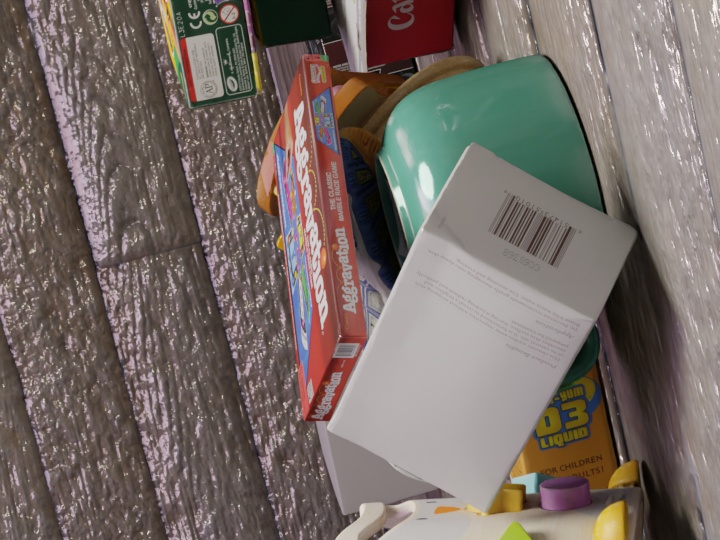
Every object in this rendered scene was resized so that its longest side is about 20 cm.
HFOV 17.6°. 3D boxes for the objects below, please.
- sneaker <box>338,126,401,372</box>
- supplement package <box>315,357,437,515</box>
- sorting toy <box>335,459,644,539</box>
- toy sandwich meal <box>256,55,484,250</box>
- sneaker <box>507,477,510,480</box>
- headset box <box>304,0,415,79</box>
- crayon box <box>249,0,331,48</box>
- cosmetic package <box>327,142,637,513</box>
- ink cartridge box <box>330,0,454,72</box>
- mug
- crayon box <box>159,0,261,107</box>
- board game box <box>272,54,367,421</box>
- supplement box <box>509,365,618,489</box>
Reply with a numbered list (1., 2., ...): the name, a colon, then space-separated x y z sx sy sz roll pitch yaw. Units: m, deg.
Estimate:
1. sneaker: 0.000 0.000 1.514 0.075 0.088 0.200 -57 -48 -47
2. supplement package: 0.008 0.163 2.712 0.120 0.121 0.200 -112 9 -51
3. sorting toy: 0.078 0.172 1.423 0.200 0.179 0.107 -44 -41 -76
4. toy sandwich meal: 0.012 -0.074 1.598 0.070 0.205 0.205 36 156 24
5. sneaker: 0.078 0.074 1.766 0.200 0.069 0.100 42 -154 -33
6. headset box: -0.004 -0.195 2.052 0.149 0.077 0.201 144 112 -84
7. crayon box: -0.070 -0.272 1.767 0.200 0.058 0.173 -115 16 -74
8. cosmetic package: 0.067 0.038 1.334 0.081 0.113 0.200 -59 -3 -40
9. ink cartridge box: 0.019 -0.229 1.644 0.200 0.084 0.176 87 169 -68
10. mug: 0.079 -0.031 1.416 0.152 0.114 0.185 84 170 -60
11. crayon box: -0.124 -0.236 1.680 0.173 0.058 0.201 -121 20 -71
12. board game box: -0.027 -0.021 1.417 0.103 0.019 0.200 114 153 -55
13. supplement box: 0.129 0.106 1.553 0.069 0.066 0.201 -124 19 -74
